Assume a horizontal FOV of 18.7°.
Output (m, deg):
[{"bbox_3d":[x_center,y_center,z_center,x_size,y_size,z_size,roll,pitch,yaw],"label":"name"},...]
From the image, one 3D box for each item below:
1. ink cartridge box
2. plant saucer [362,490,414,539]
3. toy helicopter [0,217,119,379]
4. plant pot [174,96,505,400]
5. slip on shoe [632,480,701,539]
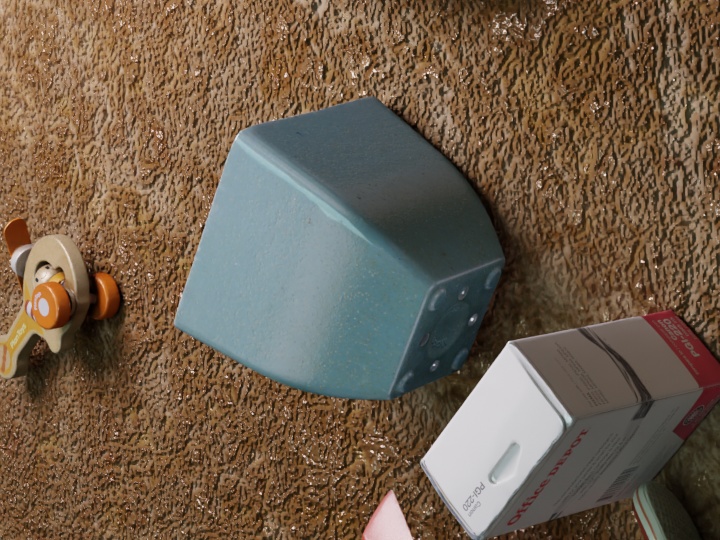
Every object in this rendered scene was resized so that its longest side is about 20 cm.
[{"bbox_3d":[0.164,0.116,1.660,0.085,0.199,0.146,52,128,25],"label":"ink cartridge box"},{"bbox_3d":[0.044,0.314,1.753,0.200,0.037,0.201,-114,13,-49],"label":"plant saucer"},{"bbox_3d":[-0.334,0.036,2.226,0.133,0.079,0.200,58,135,21],"label":"toy helicopter"},{"bbox_3d":[0.000,0.000,1.816,0.200,0.196,0.197,35,121,25],"label":"plant pot"},{"bbox_3d":[0.244,0.263,1.696,0.061,0.074,0.201,-17,90,28],"label":"slip on shoe"}]
